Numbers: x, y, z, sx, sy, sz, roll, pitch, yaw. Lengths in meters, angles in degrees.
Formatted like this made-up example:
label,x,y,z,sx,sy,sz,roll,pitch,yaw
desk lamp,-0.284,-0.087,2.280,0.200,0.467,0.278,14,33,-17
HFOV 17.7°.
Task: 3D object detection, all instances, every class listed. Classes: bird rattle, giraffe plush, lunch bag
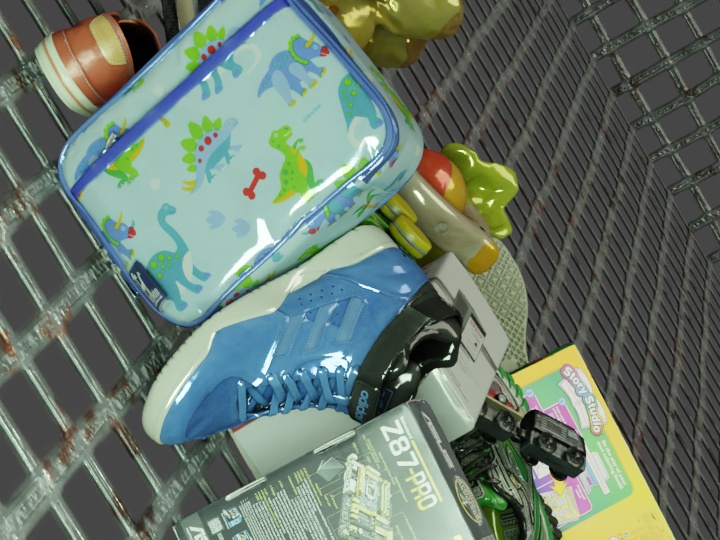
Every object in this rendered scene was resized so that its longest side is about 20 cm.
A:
label,x,y,z,sx,sy,sz,roll,pitch,yaw
bird rattle,0.039,-0.074,1.673,0.200,0.113,0.163,50,4,-29
giraffe plush,-0.027,-0.180,1.826,0.200,0.172,0.163,30,51,-31
lunch bag,-0.078,-0.072,1.420,0.161,0.200,0.082,54,12,15

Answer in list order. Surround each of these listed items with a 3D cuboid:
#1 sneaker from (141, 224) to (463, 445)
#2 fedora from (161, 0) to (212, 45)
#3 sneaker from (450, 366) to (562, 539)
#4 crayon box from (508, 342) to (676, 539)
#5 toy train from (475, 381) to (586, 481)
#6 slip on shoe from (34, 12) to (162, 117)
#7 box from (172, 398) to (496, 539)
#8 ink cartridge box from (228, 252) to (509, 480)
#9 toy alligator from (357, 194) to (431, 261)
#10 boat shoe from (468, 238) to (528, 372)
label,x,y,z,sx,sy,sz,roll,pitch,yaw
sneaker,-0.026,0.063,1.375,0.111,0.200,0.077,43,-32,23
fedora,-0.085,-0.145,1.614,0.201,0.091,0.201,170,-90,-88
sneaker,0.101,0.153,1.819,0.200,0.078,0.085,68,19,8
crayon box,0.165,0.174,1.910,0.119,0.058,0.200,-23,83,-30
toy train,0.092,0.102,1.783,0.200,0.034,0.046,29,47,-20
slip on shoe,-0.155,-0.135,1.543,0.074,0.061,0.200,61,9,7
box,0.007,0.196,1.311,0.200,0.161,0.049,63,16,8
ink cartridge box,0.010,0.075,1.552,0.083,0.147,0.200,58,15,-6
toy alligator,-0.003,-0.035,1.522,0.054,0.059,0.200,41,12,-29
boat shoe,0.110,0.066,1.990,0.074,0.062,0.201,-6,77,-26
